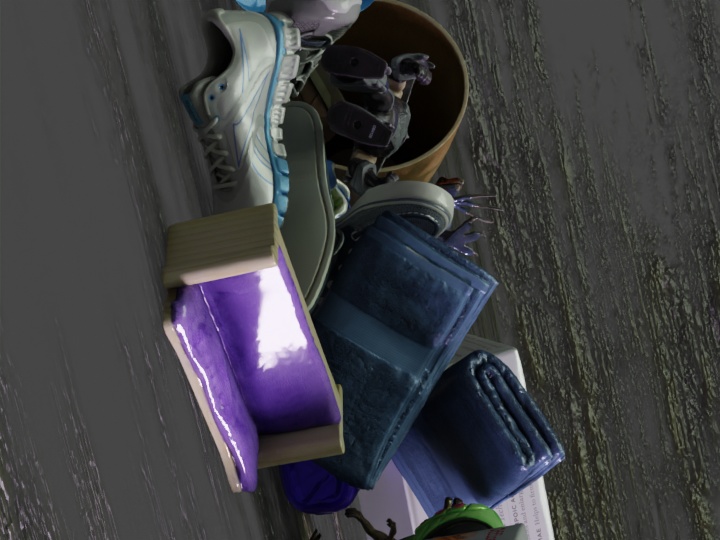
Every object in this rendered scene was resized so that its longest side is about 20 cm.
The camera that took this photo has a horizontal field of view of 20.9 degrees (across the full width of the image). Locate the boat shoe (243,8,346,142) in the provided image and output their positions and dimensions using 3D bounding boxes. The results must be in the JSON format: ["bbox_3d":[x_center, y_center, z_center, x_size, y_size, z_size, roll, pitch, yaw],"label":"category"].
[{"bbox_3d":[-0.074,-0.182,1.708,0.200,0.068,0.072,60,1,44],"label":"boat shoe"}]

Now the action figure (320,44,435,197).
[{"bbox_3d":[0.015,-0.124,1.603,0.200,0.069,0.131,25,76,-78],"label":"action figure"}]

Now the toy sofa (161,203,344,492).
[{"bbox_3d":[-0.073,0.060,1.381,0.098,0.082,0.201,-92,167,-50],"label":"toy sofa"}]

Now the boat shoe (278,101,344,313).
[{"bbox_3d":[-0.053,-0.038,1.544,0.062,0.074,0.201,73,9,-57],"label":"boat shoe"}]

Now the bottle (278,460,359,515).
[{"bbox_3d":[-0.022,0.146,1.644,0.200,0.065,0.084,-41,126,-80],"label":"bottle"}]

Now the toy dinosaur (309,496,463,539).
[{"bbox_3d":[0.006,0.251,1.601,0.101,0.200,0.058,25,40,-22],"label":"toy dinosaur"}]

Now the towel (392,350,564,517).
[{"bbox_3d":[0.087,0.140,1.591,0.112,0.048,0.200,58,-27,9],"label":"towel"}]

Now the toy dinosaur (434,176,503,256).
[{"bbox_3d":[0.055,-0.050,1.760,0.199,0.105,0.182,29,12,-26],"label":"toy dinosaur"}]

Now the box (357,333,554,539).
[{"bbox_3d":[0.073,0.170,1.808,0.199,0.130,0.201,-166,-116,-75],"label":"box"}]

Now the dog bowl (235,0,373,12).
[{"bbox_3d":[-0.055,-0.278,1.671,0.199,0.049,0.112,-6,114,-44],"label":"dog bowl"}]

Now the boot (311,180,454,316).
[{"bbox_3d":[0.000,0.000,1.581,0.073,0.200,0.091,27,58,-27],"label":"boot"}]

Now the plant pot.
[{"bbox_3d":[0.002,-0.123,1.846,0.200,0.185,0.187,94,-9,-62],"label":"plant pot"}]

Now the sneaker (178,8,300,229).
[{"bbox_3d":[-0.103,-0.105,1.486,0.086,0.075,0.201,9,79,-39],"label":"sneaker"}]

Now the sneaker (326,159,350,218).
[{"bbox_3d":[-0.040,-0.033,1.707,0.200,0.077,0.076,65,15,-62],"label":"sneaker"}]

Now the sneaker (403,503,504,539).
[{"bbox_3d":[0.038,0.266,1.533,0.077,0.200,0.084,24,29,-48],"label":"sneaker"}]

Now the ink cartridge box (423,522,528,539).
[{"bbox_3d":[0.036,0.281,1.427,0.145,0.199,0.146,-23,102,-81],"label":"ink cartridge box"}]

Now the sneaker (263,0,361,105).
[{"bbox_3d":[-0.052,-0.175,1.581,0.200,0.074,0.083,152,-60,-65],"label":"sneaker"}]

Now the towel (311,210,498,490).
[{"bbox_3d":[0.009,0.063,1.507,0.201,0.111,0.049,-58,-173,2],"label":"towel"}]
